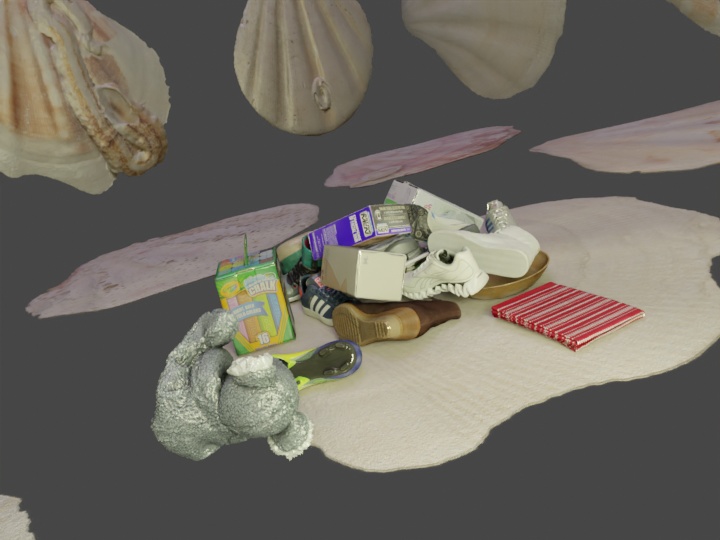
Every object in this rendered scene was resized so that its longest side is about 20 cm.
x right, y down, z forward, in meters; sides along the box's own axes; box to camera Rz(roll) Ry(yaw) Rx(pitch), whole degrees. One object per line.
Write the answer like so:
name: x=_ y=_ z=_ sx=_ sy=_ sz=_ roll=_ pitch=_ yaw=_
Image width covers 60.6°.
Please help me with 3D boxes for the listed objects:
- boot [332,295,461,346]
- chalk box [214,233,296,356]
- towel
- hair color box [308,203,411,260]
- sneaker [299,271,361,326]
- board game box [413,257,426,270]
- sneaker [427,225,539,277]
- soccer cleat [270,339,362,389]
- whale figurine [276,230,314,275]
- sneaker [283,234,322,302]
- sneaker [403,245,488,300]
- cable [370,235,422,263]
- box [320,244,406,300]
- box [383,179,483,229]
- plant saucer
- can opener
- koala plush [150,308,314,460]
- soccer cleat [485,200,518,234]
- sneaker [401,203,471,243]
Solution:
boot: x=0.059 y=0.085 z=1.081 sx=0.163 sy=0.075 sz=0.198 roll=-10 pitch=7 yaw=-35
chalk box: x=-0.207 y=0.036 z=1.186 sx=0.120 sy=0.206 sz=0.125 roll=-15 pitch=16 yaw=-4
towel: x=0.313 y=0.066 z=0.954 sx=0.141 sy=0.023 sz=0.199 roll=-20 pitch=19 yaw=-22
hair color box: x=-0.004 y=-0.077 z=1.256 sx=0.107 sy=0.067 sz=0.197 roll=-10 pitch=-8 yaw=-44
sneaker: x=-0.065 y=0.050 z=1.220 sx=0.074 sy=0.087 sz=0.197 roll=-26 pitch=20 yaw=-34
board game box: x=0.150 y=-0.012 z=1.260 sx=0.094 sy=0.031 sz=0.199 roll=-27 pitch=8 yaw=-26
sneaker: x=0.231 y=-0.043 z=1.141 sx=0.195 sy=0.076 sz=0.115 roll=16 pitch=28 yaw=28
soccer cleat: x=-0.087 y=0.158 z=0.977 sx=0.194 sy=0.067 sz=0.084 roll=-15 pitch=-14 yaw=14
whale figurine: x=-0.156 y=-0.019 z=1.543 sx=0.157 sy=0.106 sz=0.199 roll=-26 pitch=-5 yaw=-31
sneaker: x=-0.123 y=-0.010 z=1.358 sx=0.196 sy=0.122 sz=0.084 roll=-30 pitch=55 yaw=-13
sneaker: x=0.136 y=0.001 z=1.107 sx=0.197 sy=0.082 sz=0.075 roll=-10 pitch=28 yaw=48
cable: x=0.038 y=-0.018 z=1.328 sx=0.196 sy=0.071 sz=0.199 roll=-27 pitch=8 yaw=-14
box: x=0.000 y=0.000 z=1.107 sx=0.092 sy=0.081 sz=0.199 roll=6 pitch=3 yaw=-20
box: x=0.159 y=-0.126 z=1.413 sx=0.172 sy=0.099 sz=0.200 roll=21 pitch=9 yaw=-17
plant saucer: x=0.258 y=0.009 z=1.155 sx=0.194 sy=0.036 sz=0.201 roll=-15 pitch=16 yaw=4
can opener: x=0.142 y=-0.049 z=1.211 sx=0.195 sy=0.068 sz=0.053 roll=-21 pitch=3 yaw=-11
koala plush: x=-0.156 y=0.169 z=0.810 sx=0.195 sy=0.181 sz=0.184 roll=-1 pitch=32 yaw=36
soccer cleat: x=0.312 y=-0.104 z=1.375 sx=0.068 sy=0.089 sz=0.201 roll=-13 pitch=17 yaw=3
sneaker: x=0.158 y=-0.084 z=1.288 sx=0.194 sy=0.074 sz=0.072 roll=19 pitch=-4 yaw=-2
